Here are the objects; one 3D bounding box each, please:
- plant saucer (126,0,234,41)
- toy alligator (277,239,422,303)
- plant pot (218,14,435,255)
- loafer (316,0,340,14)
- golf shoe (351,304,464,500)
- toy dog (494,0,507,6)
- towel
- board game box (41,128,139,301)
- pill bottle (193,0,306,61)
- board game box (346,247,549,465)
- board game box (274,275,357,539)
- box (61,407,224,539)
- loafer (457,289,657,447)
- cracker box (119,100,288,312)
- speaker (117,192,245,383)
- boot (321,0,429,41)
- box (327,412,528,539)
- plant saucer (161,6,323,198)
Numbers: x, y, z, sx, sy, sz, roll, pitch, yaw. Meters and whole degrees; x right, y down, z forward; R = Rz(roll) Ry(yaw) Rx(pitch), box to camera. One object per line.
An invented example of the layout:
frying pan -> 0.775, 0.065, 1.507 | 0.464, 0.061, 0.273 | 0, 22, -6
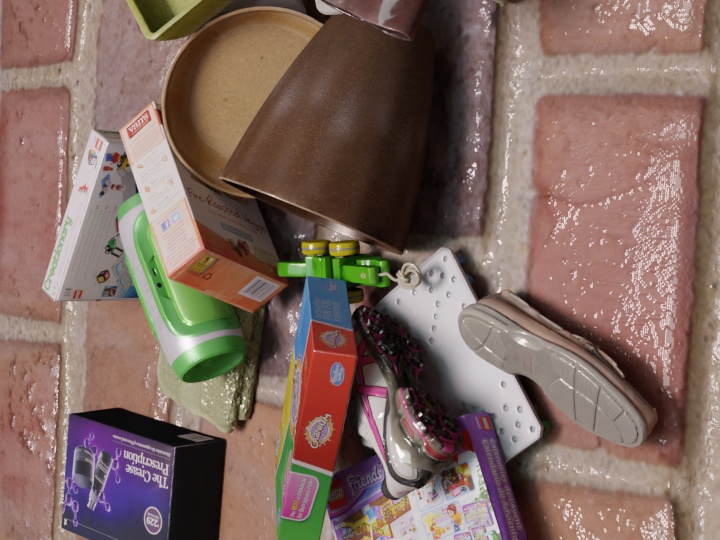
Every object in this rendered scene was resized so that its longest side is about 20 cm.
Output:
plant saucer -> -0.144, -0.322, 1.303 | 0.199, 0.048, 0.200 | -38, 48, 7
toy alligator -> 0.000, 0.000, 1.309 | 0.199, 0.054, 0.060 | 3, 100, 44
plant pot -> -0.010, -0.142, 1.256 | 0.186, 0.187, 0.201 | 20, 88, 41
loafer -> -0.010, -0.299, 1.236 | 0.071, 0.200, 0.063 | -9, 120, 10
golf shoe -> 0.019, 0.114, 1.214 | 0.092, 0.072, 0.200 | -50, 37, 23
toy dog -> 0.103, -0.360, 1.169 | 0.194, 0.139, 0.201 | 37, 102, 28
towel -> -0.165, 0.065, 1.477 | 0.148, 0.036, 0.201 | 20, 103, 40
board game box -> -0.273, -0.059, 1.517 | 0.035, 0.126, 0.201 | 36, 113, 36
pill bottle -> -0.142, -0.300, 1.398 | 0.113, 0.112, 0.200 | -56, 46, 27
board game box -> 0.066, 0.114, 1.267 | 0.200, 0.026, 0.201 | -42, 63, 34
board game box -> -0.044, 0.128, 1.254 | 0.153, 0.040, 0.201 | -101, 20, -65
box -> -0.251, 0.246, 1.529 | 0.199, 0.079, 0.142 | 8, 98, 43
loafer -> 0.175, 0.074, 1.143 | 0.200, 0.063, 0.072 | 32, 143, 32
cracker box -> -0.162, -0.066, 1.384 | 0.058, 0.134, 0.201 | -37, 56, 21
speaker -> -0.190, 0.014, 1.418 | 0.088, 0.088, 0.201 | -39, 66, 36
boot -> 0.004, -0.297, 1.094 | 0.200, 0.072, 0.167 | 33, 95, 25
box -> 0.056, 0.228, 1.232 | 0.200, 0.039, 0.138 | -30, 69, 39
plant saucer -> -0.098, -0.170, 1.335 | 0.201, 0.199, 0.035 | -64, 21, 22
